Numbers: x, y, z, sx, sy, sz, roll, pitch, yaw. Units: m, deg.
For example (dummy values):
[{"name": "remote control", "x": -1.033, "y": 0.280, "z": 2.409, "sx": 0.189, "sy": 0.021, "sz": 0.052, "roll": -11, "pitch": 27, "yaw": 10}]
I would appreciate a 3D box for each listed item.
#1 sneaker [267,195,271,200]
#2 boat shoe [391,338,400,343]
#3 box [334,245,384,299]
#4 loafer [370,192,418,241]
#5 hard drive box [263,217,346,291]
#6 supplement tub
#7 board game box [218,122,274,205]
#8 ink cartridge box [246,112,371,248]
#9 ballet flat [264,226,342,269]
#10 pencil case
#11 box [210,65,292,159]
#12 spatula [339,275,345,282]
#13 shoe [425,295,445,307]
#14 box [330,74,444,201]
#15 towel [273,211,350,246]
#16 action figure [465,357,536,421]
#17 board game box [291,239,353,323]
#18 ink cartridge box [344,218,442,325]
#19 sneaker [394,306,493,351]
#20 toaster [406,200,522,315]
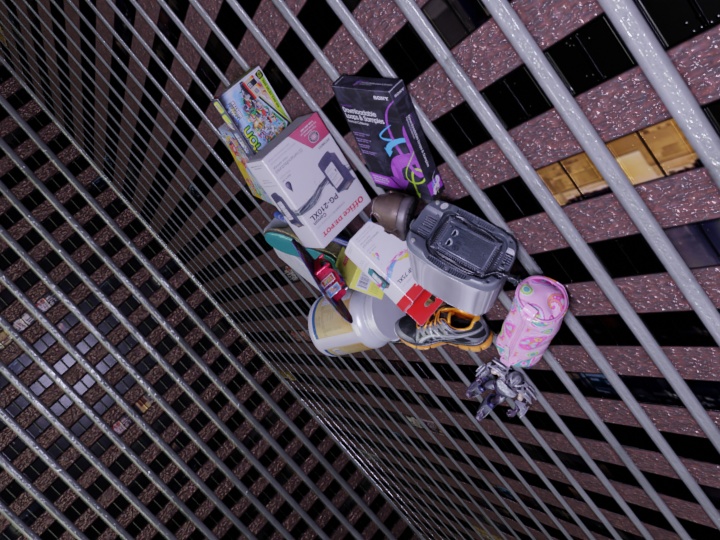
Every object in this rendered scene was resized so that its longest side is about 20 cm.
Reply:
[{"name": "sneaker", "x": -0.120, "y": -0.135, "z": 1.354, "sx": 0.198, "sy": 0.088, "sz": 0.076, "roll": 26, "pitch": 125, "yaw": 37}, {"name": "boat shoe", "x": 0.041, "y": 0.125, "z": 1.567, "sx": 0.199, "sy": 0.075, "sz": 0.061, "roll": 37, "pitch": 162, "yaw": 43}, {"name": "box", "x": 0.000, "y": 0.000, "z": 1.303, "sx": 0.074, "sy": 0.051, "sz": 0.200, "roll": 20, "pitch": -170, "yaw": -14}, {"name": "loafer", "x": 0.054, "y": -0.099, "z": 1.059, "sx": 0.070, "sy": 0.075, "sz": 0.200, "roll": 19, "pitch": 177, "yaw": 6}, {"name": "hard drive box", "x": -0.126, "y": -0.035, "z": 1.551, "sx": 0.199, "sy": 0.077, "sz": 0.156, "roll": 38, "pitch": 167, "yaw": 20}, {"name": "supplement tub", "x": -0.008, "y": 0.111, "z": 1.459, "sx": 0.197, "sy": 0.146, "sz": 0.146, "roll": -16, "pitch": 119, "yaw": 40}, {"name": "board game box", "x": -0.240, "y": -0.243, "z": 1.485, "sx": 0.133, "sy": 0.034, "sz": 0.202, "roll": 27, "pitch": 152, "yaw": 40}, {"name": "ink cartridge box", "x": -0.092, "y": -0.163, "z": 1.189, "sx": 0.084, "sy": 0.145, "sz": 0.202, "roll": 8, "pitch": 138, "yaw": 57}, {"name": "ballet flat", "x": -0.121, "y": -0.061, "z": 1.447, "sx": 0.196, "sy": 0.072, "sz": 0.071, "roll": 20, "pitch": 152, "yaw": 16}, {"name": "pencil case", "x": 0.273, "y": 0.089, "z": 1.035, "sx": 0.087, "sy": 0.087, "sz": 0.201, "roll": 37, "pitch": 157, "yaw": 19}, {"name": "box", "x": -0.185, "y": -0.270, "z": 1.225, "sx": 0.034, "sy": 0.110, "sz": 0.202, "roll": 14, "pitch": 143, "yaw": 53}, {"name": "spatula", "x": -0.010, "y": 0.017, "z": 1.410, "sx": 0.056, "sy": 0.021, "sz": 0.200, "roll": 25, "pitch": -170, "yaw": 9}, {"name": "shoe", "x": 0.086, "y": 0.004, "z": 1.255, "sx": 0.200, "sy": 0.070, "sz": 0.053, "roll": 44, "pitch": 151, "yaw": -1}, {"name": "box", "x": 0.043, "y": -0.208, "z": 1.006, "sx": 0.142, "sy": 0.036, "sz": 0.202, "roll": 22, "pitch": 148, "yaw": 47}, {"name": "towel", "x": -0.082, "y": -0.086, "z": 1.384, "sx": 0.198, "sy": 0.024, "sz": 0.143, "roll": 24, "pitch": -174, "yaw": 43}, {"name": "action figure", "x": 0.286, "y": 0.250, "z": 1.325, "sx": 0.131, "sy": 0.069, "sz": 0.200, "roll": 52, "pitch": 156, "yaw": 10}, {"name": "board game box", "x": -0.059, "y": 0.011, "z": 1.256, "sx": 0.202, "sy": 0.039, "sz": 0.158, "roll": 57, "pitch": -174, "yaw": 28}, {"name": "ink cartridge box", "x": 0.081, "y": -0.012, "z": 1.174, "sx": 0.200, "sy": 0.116, "sz": 0.067, "roll": 43, "pitch": 159, "yaw": 5}, {"name": "sneaker", "x": 0.157, "y": 0.104, "z": 1.241, "sx": 0.196, "sy": 0.079, "sz": 0.078, "roll": -1, "pitch": 139, "yaw": 23}, {"name": "toaster", "x": 0.165, "y": -0.012, "z": 1.020, "sx": 0.197, "sy": 0.115, "sz": 0.130, "roll": 28, "pitch": 159, "yaw": 17}]
